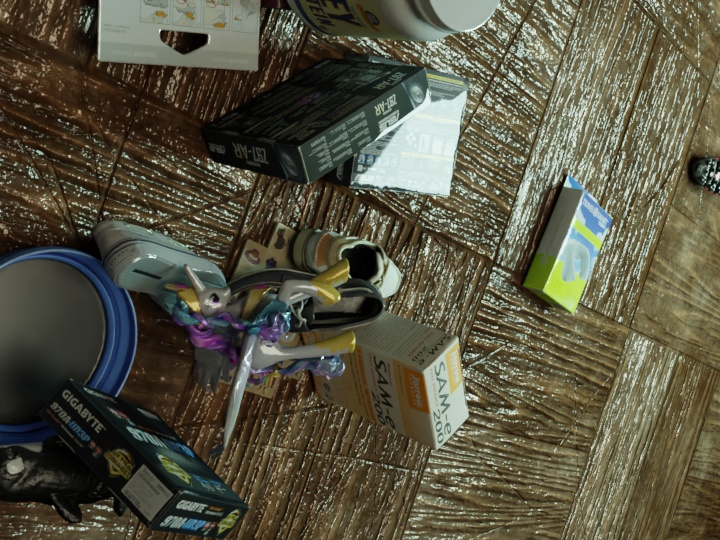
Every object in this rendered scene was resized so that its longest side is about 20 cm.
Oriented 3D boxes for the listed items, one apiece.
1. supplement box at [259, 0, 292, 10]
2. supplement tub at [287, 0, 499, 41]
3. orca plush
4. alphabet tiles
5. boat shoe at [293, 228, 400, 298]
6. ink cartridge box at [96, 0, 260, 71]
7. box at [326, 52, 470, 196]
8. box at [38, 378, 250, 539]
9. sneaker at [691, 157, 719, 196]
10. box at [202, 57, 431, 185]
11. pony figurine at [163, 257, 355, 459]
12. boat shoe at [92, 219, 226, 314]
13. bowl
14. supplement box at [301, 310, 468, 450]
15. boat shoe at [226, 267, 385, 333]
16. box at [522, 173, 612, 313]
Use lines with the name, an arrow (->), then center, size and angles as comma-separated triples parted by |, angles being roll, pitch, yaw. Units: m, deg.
supplement box -> -0.032, -0.342, 1.078 | 0.200, 0.061, 0.109 | -9, 108, -45
supplement tub -> 0.031, -0.305, 0.963 | 0.145, 0.200, 0.146 | -15, 112, -42
orca plush -> -0.291, 0.224, 0.949 | 0.105, 0.071, 0.200 | -29, 147, 8
alphabet tiles -> -0.105, 0.051, 1.167 | 0.166, 0.006, 0.201 | 27, 83, -47
boat shoe -> 0.000, 0.000, 1.209 | 0.200, 0.068, 0.075 | 18, 84, -54
ink cartridge box -> -0.181, -0.291, 0.950 | 0.200, 0.043, 0.174 | -8, 109, -45
box -> 0.052, -0.181, 1.228 | 0.200, 0.049, 0.162 | -1, 105, -46
box -> -0.204, 0.189, 0.942 | 0.046, 0.159, 0.200 | -49, 159, -5
sneaker -> 0.728, -0.186, 1.925 | 0.200, 0.098, 0.071 | 11, 108, -25
box -> -0.046, -0.169, 1.046 | 0.200, 0.160, 0.044 | -38, 127, -33
pony figurine -> -0.110, 0.077, 1.019 | 0.199, 0.167, 0.194 | -3, 118, -22
boat shoe -> -0.202, -0.009, 0.996 | 0.073, 0.067, 0.200 | -36, 158, 3
bowl -> -0.312, 0.073, 0.932 | 0.200, 0.039, 0.201 | -17, 114, -42
supplement box -> 0.027, 0.120, 1.179 | 0.073, 0.200, 0.126 | -39, 131, -35
boat shoe -> -0.066, 0.037, 1.108 | 0.199, 0.063, 0.073 | 0, 98, -18
box -> 0.346, -0.043, 1.583 | 0.122, 0.048, 0.201 | 30, 81, -47
